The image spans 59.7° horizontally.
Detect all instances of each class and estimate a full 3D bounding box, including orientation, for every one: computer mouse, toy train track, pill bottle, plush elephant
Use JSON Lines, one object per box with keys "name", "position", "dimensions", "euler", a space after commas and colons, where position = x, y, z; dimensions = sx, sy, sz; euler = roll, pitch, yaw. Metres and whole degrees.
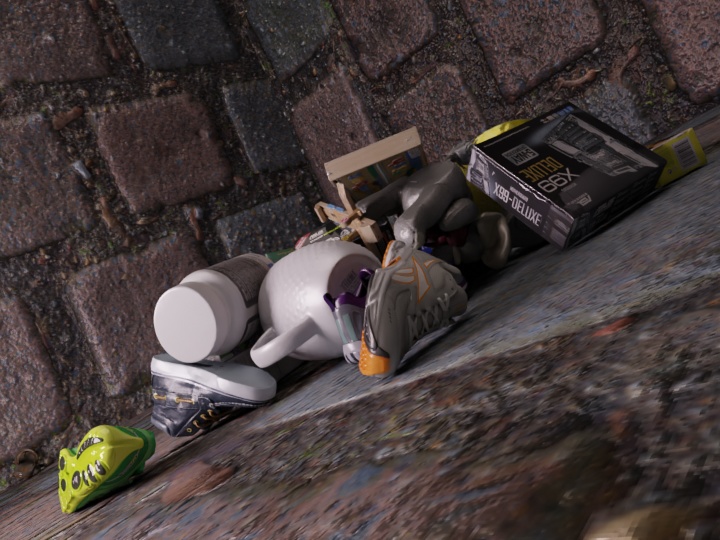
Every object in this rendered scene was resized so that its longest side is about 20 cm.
{"name": "computer mouse", "position": [0.105, 0.024, 0.920], "dimensions": [0.196, 0.035, 0.059], "euler": [-29, 1, -3]}
{"name": "toy train track", "position": [-0.027, -0.063, 0.848], "dimensions": [0.032, 0.117, 0.199], "euler": [-34, 24, -12]}
{"name": "pill bottle", "position": [-0.188, 0.049, 0.866], "dimensions": [0.111, 0.117, 0.200], "euler": [-26, 2, 20]}
{"name": "plush elephant", "position": [0.110, -0.057, 0.843], "dimensions": [0.199, 0.158, 0.163], "euler": [-39, 28, -20]}

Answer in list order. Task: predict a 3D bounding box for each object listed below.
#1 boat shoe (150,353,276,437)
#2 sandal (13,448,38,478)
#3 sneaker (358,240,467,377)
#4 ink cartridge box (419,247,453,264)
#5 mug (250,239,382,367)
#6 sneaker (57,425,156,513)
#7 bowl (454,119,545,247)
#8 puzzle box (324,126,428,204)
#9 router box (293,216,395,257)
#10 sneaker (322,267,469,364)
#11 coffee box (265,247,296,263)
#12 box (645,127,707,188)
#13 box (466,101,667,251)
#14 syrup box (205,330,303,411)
{"name": "boat shoe", "position": [-0.186, 0.166, 0.788], "dimensions": [0.195, 0.095, 0.070], "euler": [6, 5, 32]}
{"name": "sandal", "position": [-1.181, 0.668, 2.208], "dimensions": [0.079, 0.057, 0.199], "euler": [6, 7, -21]}
{"name": "sneaker", "position": [0.054, 0.031, 0.580], "dimensions": [0.089, 0.078, 0.201], "euler": [11, 29, 8]}
{"name": "ink cartridge box", "position": [0.132, -0.026, 1.136], "dimensions": [0.043, 0.096, 0.199], "euler": [-25, -1, -20]}
{"name": "mug", "position": [-0.056, 0.051, 0.788], "dimensions": [0.199, 0.150, 0.174], "euler": [-38, 9, -27]}
{"name": "sneaker", "position": [-0.293, 0.228, 0.719], "dimensions": [0.082, 0.077, 0.198], "euler": [7, -27, -40]}
{"name": "bowl", "position": [0.232, -0.100, 0.904], "dimensions": [0.196, 0.201, 0.110], "euler": [-27, 41, 12]}
{"name": "puzzle box", "position": [0.033, -0.137, 0.887], "dimensions": [0.129, 0.026, 0.200], "euler": [-20, -9, 9]}
{"name": "router box", "position": [0.000, 0.000, 0.989], "dimensions": [0.146, 0.063, 0.202], "euler": [-26, -42, 2]}
{"name": "sneaker", "position": [0.047, 0.023, 0.708], "dimensions": [0.197, 0.090, 0.074], "euler": [-28, 2, -40]}
{"name": "coffee box", "position": [-0.098, 0.048, 1.062], "dimensions": [0.119, 0.044, 0.204], "euler": [-14, -46, -18]}
{"name": "box", "position": [0.395, -0.142, 0.882], "dimensions": [0.074, 0.051, 0.200], "euler": [-27, -1, -1]}
{"name": "box", "position": [0.251, -0.123, 0.766], "dimensions": [0.196, 0.158, 0.051], "euler": [-26, -37, -29]}
{"name": "syrup box", "position": [-0.167, 0.143, 0.955], "dimensions": [0.077, 0.084, 0.199], "euler": [-23, 3, 27]}
